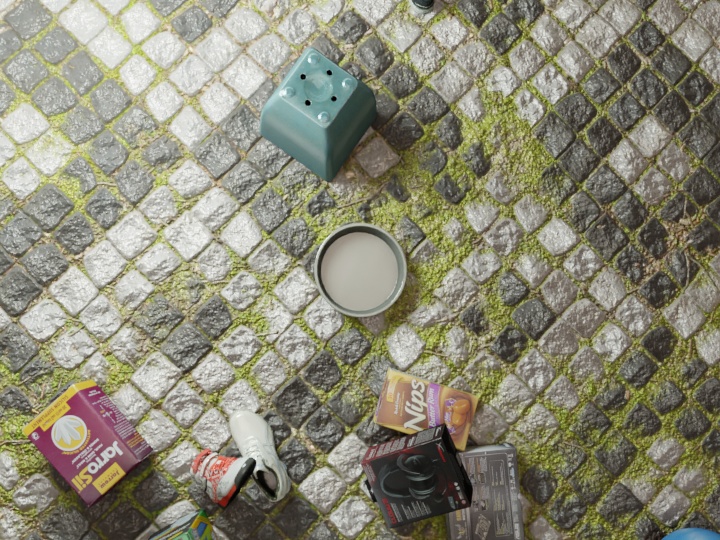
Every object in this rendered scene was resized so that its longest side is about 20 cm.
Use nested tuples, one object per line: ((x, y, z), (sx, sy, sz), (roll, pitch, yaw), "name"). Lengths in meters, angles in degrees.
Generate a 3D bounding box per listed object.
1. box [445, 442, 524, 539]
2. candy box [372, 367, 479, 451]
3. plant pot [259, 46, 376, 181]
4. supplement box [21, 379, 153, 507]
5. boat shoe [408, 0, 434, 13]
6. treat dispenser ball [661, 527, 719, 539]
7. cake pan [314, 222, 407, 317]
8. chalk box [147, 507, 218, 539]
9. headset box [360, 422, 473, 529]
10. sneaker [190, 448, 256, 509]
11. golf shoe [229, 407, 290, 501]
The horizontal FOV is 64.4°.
((0.255, 0.475, 1.203), (0.157, 0.048, 0.202), (-5, 85, -3), "box")
((0.137, 0.291, 1.208), (0.198, 0.056, 0.118), (17, 85, -1), "candy box")
((-0.085, -0.337, 1.174), (0.196, 0.200, 0.196), (35, 83, -1), "plant pot")
((-0.533, 0.336, 1.129), (0.131, 0.103, 0.200), (-42, 90, -7), "supplement box")
((0.111, -0.682, 1.288), (0.075, 0.060, 0.201), (-34, 88, -6), "boat shoe")
((0.689, 0.626, 1.146), (0.199, 0.201, 0.203), (0, 85, -4), "treat dispenser ball")
((0.000, 0.000, 1.231), (0.198, 0.037, 0.202), (0, 85, -4), "cake pan")
((-0.344, 0.559, 1.074), (0.124, 0.200, 0.125), (-26, 87, -6), "chalk box")
((0.105, 0.416, 1.152), (0.199, 0.077, 0.150), (-22, 92, 16), "headset box")
((-0.274, 0.388, 1.109), (0.108, 0.202, 0.067), (40, 47, 7), "sneaker")
((-0.203, 0.371, 1.155), (0.078, 0.097, 0.201), (-32, 87, -5), "golf shoe")
